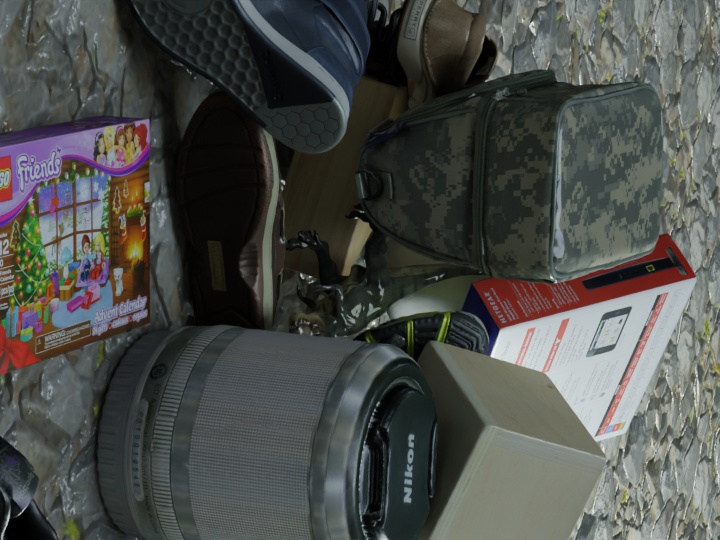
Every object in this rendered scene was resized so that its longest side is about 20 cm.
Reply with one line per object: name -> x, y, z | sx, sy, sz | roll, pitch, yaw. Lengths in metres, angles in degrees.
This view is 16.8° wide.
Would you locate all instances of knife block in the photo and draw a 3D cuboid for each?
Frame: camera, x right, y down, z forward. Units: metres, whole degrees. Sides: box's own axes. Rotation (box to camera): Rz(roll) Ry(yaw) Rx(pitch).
knife block -> -0.006, -0.115, 1.811 | 0.176, 0.064, 0.201 | 94, 18, -50

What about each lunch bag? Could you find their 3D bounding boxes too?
lunch bag -> 0.109, -0.072, 1.770 | 0.200, 0.167, 0.140 | -17, 108, -57

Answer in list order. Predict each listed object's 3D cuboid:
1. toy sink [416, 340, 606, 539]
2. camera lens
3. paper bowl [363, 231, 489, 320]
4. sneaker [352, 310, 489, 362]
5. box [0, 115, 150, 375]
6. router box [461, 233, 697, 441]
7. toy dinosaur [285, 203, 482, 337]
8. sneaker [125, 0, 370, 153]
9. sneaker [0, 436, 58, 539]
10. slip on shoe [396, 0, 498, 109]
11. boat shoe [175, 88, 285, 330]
toy sink -> 0.074, 0.176, 1.736 | 0.111, 0.130, 0.201 | 17, 108, -24
camera lens -> -0.057, 0.122, 1.642 | 0.160, 0.199, 0.161 | 6, 90, -66
paper bowl -> 0.098, 0.009, 1.959 | 0.105, 0.199, 0.201 | -69, 152, -25
sneaker -> 0.002, 0.076, 1.801 | 0.076, 0.199, 0.076 | 62, 14, -16
box -> -0.194, -0.018, 1.503 | 0.200, 0.039, 0.138 | -20, 113, -63
router box -> 0.149, 0.070, 1.886 | 0.178, 0.049, 0.201 | -13, 144, -26
toy dinosaur -> 0.000, 0.000, 1.764 | 0.199, 0.047, 0.088 | -24, 79, -41
sneaker -> -0.075, -0.185, 1.641 | 0.202, 0.077, 0.146 | 46, 32, -15
sneaker -> -0.228, 0.102, 1.395 | 0.201, 0.087, 0.076 | 71, 35, -42
slip on shoe -> 0.071, -0.156, 1.805 | 0.200, 0.060, 0.077 | 64, 42, -74
boat shoe -> -0.086, -0.042, 1.709 | 0.075, 0.074, 0.204 | -53, 152, -57
